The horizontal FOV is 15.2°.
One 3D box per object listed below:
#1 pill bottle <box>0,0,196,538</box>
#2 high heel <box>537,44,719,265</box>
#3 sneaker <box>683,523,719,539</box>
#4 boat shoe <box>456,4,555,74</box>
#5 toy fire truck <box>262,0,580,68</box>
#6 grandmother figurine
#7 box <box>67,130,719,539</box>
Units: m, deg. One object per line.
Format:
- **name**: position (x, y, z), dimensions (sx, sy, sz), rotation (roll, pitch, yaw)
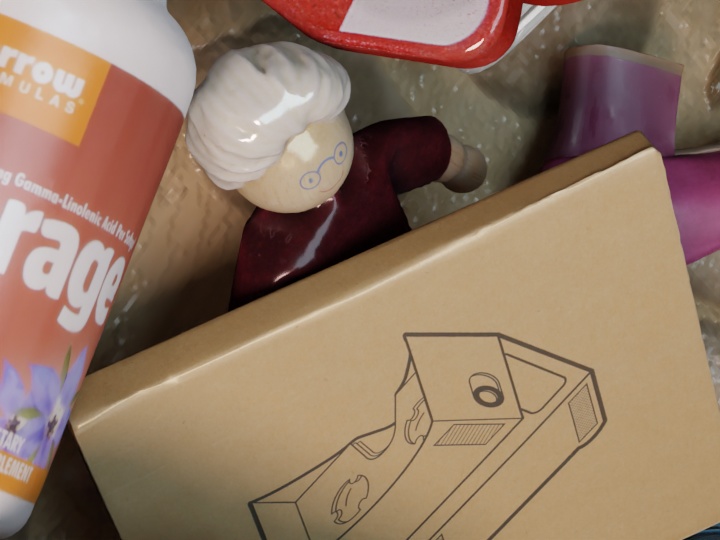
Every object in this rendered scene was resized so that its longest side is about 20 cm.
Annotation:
- **pill bottle**: position (-0.115, -0.032, 0.785), dimensions (0.112, 0.112, 0.200), rotation (25, 81, -33)
- **high heel**: position (0.151, -0.013, 0.990), dimensions (0.200, 0.067, 0.096), rotation (13, 78, -19)
- **sneaker**: position (0.087, 0.174, 0.942), dimensions (0.078, 0.090, 0.200), rotation (31, 85, -16)
- **boat shoe**: position (0.086, -0.147, 0.936), dimensions (0.201, 0.070, 0.072), rotation (-44, 117, -15)
- **toy fire truck**: position (0.005, -0.168, 0.835), dimensions (0.112, 0.168, 0.200), rotation (12, 89, -69)
- **grandmother figurine**: position (0.000, 0.000, 0.866), dimensions (0.121, 0.061, 0.200), rotation (-57, 141, -25)
- **box**: position (0.018, 0.059, 0.868), dimensions (0.200, 0.021, 0.164), rotation (-24, 130, -7)
